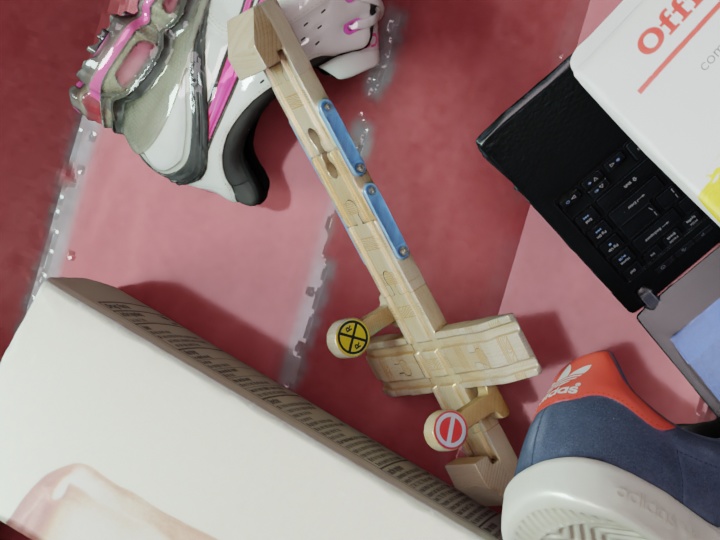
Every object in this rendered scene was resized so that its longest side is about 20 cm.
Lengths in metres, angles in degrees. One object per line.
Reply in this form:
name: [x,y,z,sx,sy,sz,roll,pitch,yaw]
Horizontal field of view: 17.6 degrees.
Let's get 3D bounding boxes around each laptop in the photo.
laptop: [0.172,-0.026,0.815,0.177,0.200,0.103,-40,47,6]

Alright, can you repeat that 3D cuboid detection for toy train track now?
toy train track: [0.000,0.000,0.828,0.032,0.115,0.200,-31,98,-26]

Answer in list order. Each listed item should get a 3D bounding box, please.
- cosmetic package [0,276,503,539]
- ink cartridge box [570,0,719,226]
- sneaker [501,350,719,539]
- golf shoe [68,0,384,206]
cosmetic package: [-0.039,0.089,0.849,0.200,0.103,0.087,31,93,10]
ink cartridge box: [0.148,-0.054,0.694,0.117,0.067,0.200,-47,58,6]
sneaker: [0.135,0.099,0.819,0.075,0.085,0.200,-26,127,38]
golf shoe: [-0.020,-0.119,0.868,0.092,0.073,0.200,35,104,0]
